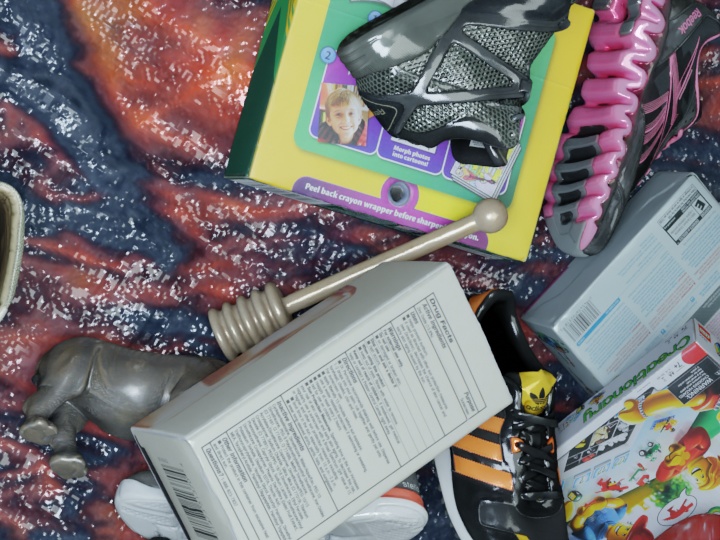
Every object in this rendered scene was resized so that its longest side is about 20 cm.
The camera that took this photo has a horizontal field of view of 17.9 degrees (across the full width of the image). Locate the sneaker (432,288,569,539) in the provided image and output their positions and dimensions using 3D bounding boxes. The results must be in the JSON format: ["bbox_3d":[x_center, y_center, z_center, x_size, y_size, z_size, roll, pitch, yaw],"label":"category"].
[{"bbox_3d":[0.094,0.106,1.446,0.070,0.090,0.201,0,59,-37],"label":"sneaker"}]

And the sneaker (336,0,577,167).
[{"bbox_3d":[0.094,-0.138,1.423,0.199,0.076,0.114,-31,104,-13],"label":"sneaker"}]

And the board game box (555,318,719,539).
[{"bbox_3d":[0.187,0.136,1.502,0.126,0.035,0.200,41,114,-17],"label":"board game box"}]

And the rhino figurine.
[{"bbox_3d":[-0.110,0.087,1.411,0.199,0.060,0.088,8,46,-11],"label":"rhino figurine"}]

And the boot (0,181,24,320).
[{"bbox_3d":[-0.258,0.037,1.321,0.072,0.155,0.200,26,84,-20],"label":"boot"}]

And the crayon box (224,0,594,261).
[{"bbox_3d":[0.032,-0.115,1.471,0.199,0.058,0.173,16,87,-20],"label":"crayon box"}]

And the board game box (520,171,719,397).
[{"bbox_3d":[0.228,0.054,1.551,0.148,0.064,0.200,-45,105,-11],"label":"board game box"}]

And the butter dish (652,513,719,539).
[{"bbox_3d":[0.197,0.237,1.438,0.148,0.200,0.200,27,124,-18],"label":"butter dish"}]

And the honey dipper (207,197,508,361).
[{"bbox_3d":[0.000,0.000,1.442,0.200,0.038,0.038,-25,102,4],"label":"honey dipper"}]

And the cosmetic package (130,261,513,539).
[{"bbox_3d":[-0.022,0.085,1.360,0.200,0.087,0.104,-32,106,-24],"label":"cosmetic package"}]

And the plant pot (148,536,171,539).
[{"bbox_3d":[-0.101,0.315,1.376,0.199,0.177,0.200,43,86,-18],"label":"plant pot"}]

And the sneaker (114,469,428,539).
[{"bbox_3d":[-0.059,0.134,1.460,0.199,0.077,0.082,4,60,-13],"label":"sneaker"}]

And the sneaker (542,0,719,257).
[{"bbox_3d":[0.188,-0.099,1.528,0.095,0.079,0.201,19,88,-32],"label":"sneaker"}]
